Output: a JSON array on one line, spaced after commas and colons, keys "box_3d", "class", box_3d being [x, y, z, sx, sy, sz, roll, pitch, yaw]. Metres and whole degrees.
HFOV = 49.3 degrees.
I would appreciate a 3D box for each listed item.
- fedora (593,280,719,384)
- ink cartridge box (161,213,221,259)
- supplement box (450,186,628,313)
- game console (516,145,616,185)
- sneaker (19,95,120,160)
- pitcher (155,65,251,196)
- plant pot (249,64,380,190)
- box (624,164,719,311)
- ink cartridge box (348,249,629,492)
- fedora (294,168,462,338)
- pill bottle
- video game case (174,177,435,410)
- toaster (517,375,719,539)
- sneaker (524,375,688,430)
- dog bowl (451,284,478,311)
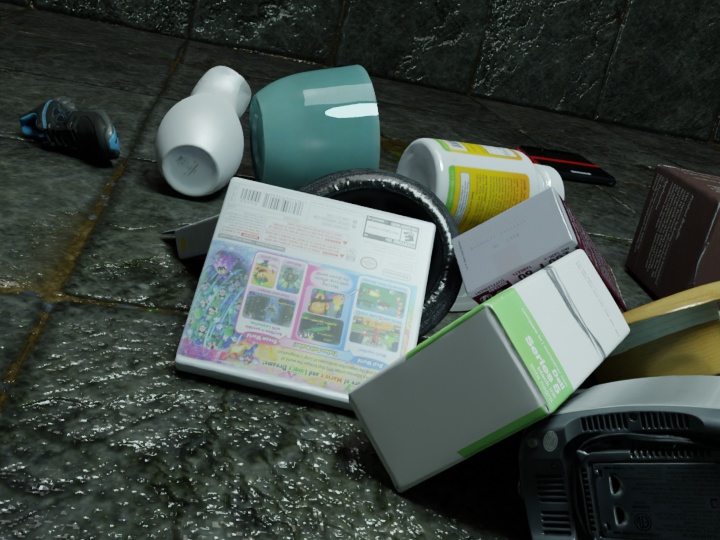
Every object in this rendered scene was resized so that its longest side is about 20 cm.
[{"box_3d": [0.278, 0.077, 0.740, 0.196, 0.084, 0.201, -18, -13, -4], "class": "fedora"}, {"box_3d": [-0.099, -0.035, 0.886, 0.194, 0.048, 0.198, -3, -4, -34], "class": "ink cartridge box"}, {"box_3d": [0.179, 0.009, 0.758, 0.199, 0.107, 0.062, 33, 36, -52], "class": "supplement box"}, {"box_3d": [0.470, -0.241, 1.821, 0.195, 0.032, 0.178, 4, 27, -21], "class": "game console"}, {"box_3d": [-0.419, -0.196, 1.137, 0.197, 0.075, 0.081, 23, 39, 39], "class": "sneaker"}, {"box_3d": [-0.237, -0.180, 1.123, 0.120, 0.171, 0.202, 35, 32, -23], "class": "pitcher"}, {"box_3d": [-0.076, -0.194, 1.143, 0.157, 0.206, 0.201, -4, 25, -17], "class": "plant pot"}, {"box_3d": [0.499, -0.031, 1.092, 0.160, 0.170, 0.201, 10, 21, -7], "class": "box"}, {"box_3d": [0.106, 0.071, 0.607, 0.198, 0.145, 0.085, -19, 75, -54], "class": "ink cartridge box"}, {"box_3d": [0.000, 0.000, 0.769, 0.195, 0.205, 0.092, 12, -19, 0], "class": "fedora"}, {"box_3d": [0.149, -0.096, 0.965, 0.195, 0.114, 0.111, 2, 22, -27], "class": "pill bottle"}, {"box_3d": [-0.042, 0.020, 0.686, 0.195, 0.024, 0.186, 13, 64, 0], "class": "video game case"}, {"box_3d": [0.210, 0.132, 0.521, 0.196, 0.117, 0.128, -11, 2, 33], "class": "toaster"}, {"box_3d": [0.235, 0.124, 0.634, 0.195, 0.076, 0.082, -1, 9, 25], "class": "sneaker"}, {"box_3d": [0.073, -0.020, 0.969, 0.195, 0.060, 0.201, 12, 20, -4], "class": "dog bowl"}]
